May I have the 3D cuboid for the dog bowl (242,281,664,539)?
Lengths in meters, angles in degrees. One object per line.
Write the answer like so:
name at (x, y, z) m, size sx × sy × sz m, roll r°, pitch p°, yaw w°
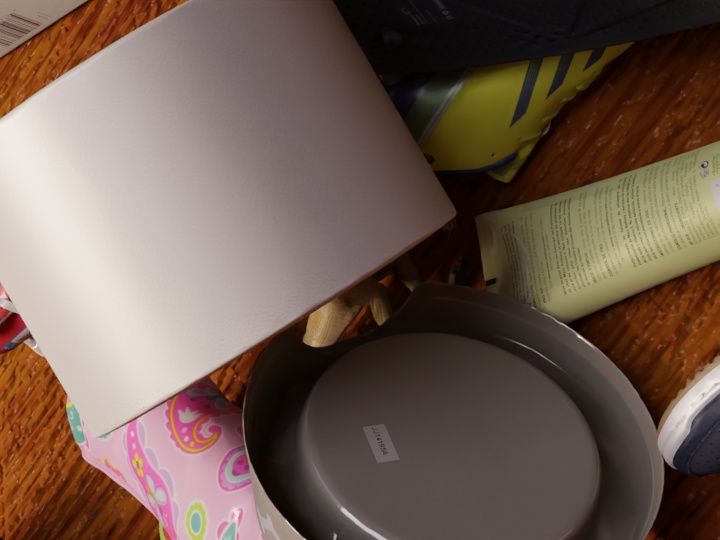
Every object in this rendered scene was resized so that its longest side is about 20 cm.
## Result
dog bowl at (0.039, 0.095, 0.856) m, size 0.200 × 0.199 × 0.059 m, roll 48°, pitch 142°, yaw 33°

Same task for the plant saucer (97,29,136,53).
plant saucer at (-0.097, -0.068, 1.025) m, size 0.198 × 0.037 × 0.202 m, roll -5°, pitch 63°, yaw 9°

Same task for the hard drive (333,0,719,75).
hard drive at (0.065, -0.152, 0.851) m, size 0.198 × 0.135 × 0.043 m, roll -5°, pitch 57°, yaw 33°

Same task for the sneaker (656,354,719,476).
sneaker at (0.228, 0.066, 0.790) m, size 0.199 × 0.070 × 0.109 m, roll -33°, pitch 60°, yaw 22°

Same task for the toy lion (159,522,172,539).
toy lion at (-0.027, 0.163, 0.966) m, size 0.199 × 0.068 × 0.194 m, roll -14°, pitch 64°, yaw 33°

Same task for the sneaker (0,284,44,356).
sneaker at (-0.176, 0.003, 1.101) m, size 0.199 × 0.071 × 0.114 m, roll 6°, pitch 84°, yaw 37°

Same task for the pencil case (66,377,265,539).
pencil case at (-0.077, 0.111, 0.941) m, size 0.200 × 0.087 × 0.088 m, roll 41°, pitch 104°, yaw 43°

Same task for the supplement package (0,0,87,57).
supplement package at (-0.277, -0.257, 1.186) m, size 0.190 × 0.147 × 0.202 m, roll -25°, pitch 66°, yaw 29°

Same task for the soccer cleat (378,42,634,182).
soccer cleat at (0.081, -0.095, 0.953) m, size 0.199 × 0.065 × 0.084 m, roll -25°, pitch 95°, yaw 25°

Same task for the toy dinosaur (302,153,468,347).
toy dinosaur at (0.000, 0.000, 0.967) m, size 0.100 × 0.058 × 0.202 m, roll 19°, pitch 113°, yaw 18°

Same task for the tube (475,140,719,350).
tube at (0.141, -0.022, 0.893) m, size 0.199 × 0.052 × 0.058 m, roll -22°, pitch 26°, yaw 34°

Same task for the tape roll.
tape roll at (-0.073, -0.032, 0.843) m, size 0.202 × 0.203 × 0.140 m, roll -32°, pitch 92°, yaw 26°

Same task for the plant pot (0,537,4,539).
plant pot at (-0.272, 0.255, 1.046) m, size 0.198 × 0.200 × 0.200 m, roll -47°, pitch 56°, yaw 9°
